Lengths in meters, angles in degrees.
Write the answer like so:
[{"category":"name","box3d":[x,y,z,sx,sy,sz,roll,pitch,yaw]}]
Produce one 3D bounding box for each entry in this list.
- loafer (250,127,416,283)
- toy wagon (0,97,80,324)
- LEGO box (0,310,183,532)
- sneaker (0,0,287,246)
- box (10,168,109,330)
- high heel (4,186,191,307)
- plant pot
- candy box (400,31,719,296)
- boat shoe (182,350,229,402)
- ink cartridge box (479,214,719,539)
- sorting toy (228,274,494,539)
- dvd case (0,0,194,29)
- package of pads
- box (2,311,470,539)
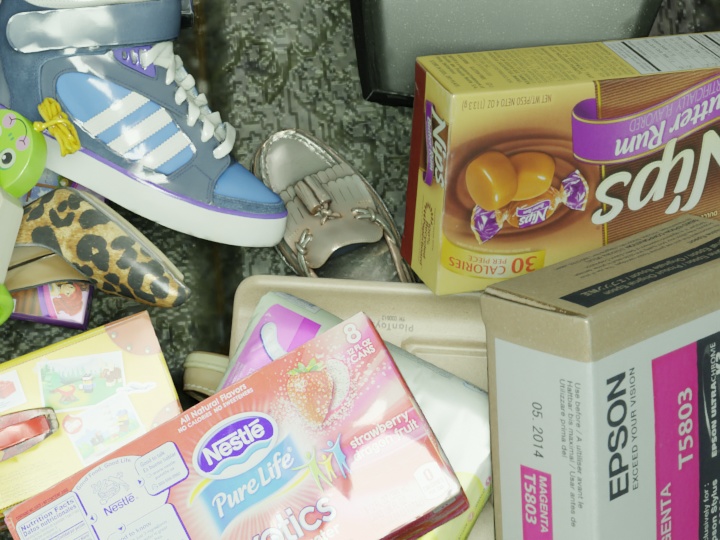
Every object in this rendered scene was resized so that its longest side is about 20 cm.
[{"category":"loafer","box3d":[0.000,0.000,1.186,0.072,0.063,0.201,-29,85,-7]},{"category":"toy wagon","box3d":[-0.241,-0.028,1.082,0.199,0.040,0.156,-37,64,9]},{"category":"LEGO box","box3d":[-0.196,0.100,1.115,0.199,0.149,0.078,-21,84,-7]},{"category":"sneaker","box3d":[-0.110,-0.113,1.134,0.199,0.081,0.147,23,102,-8]},{"category":"box","box3d":[-0.214,-0.074,1.194,0.136,0.039,0.202,9,81,-3]},{"category":"high heel","box3d":[-0.195,0.017,1.105,0.199,0.071,0.143,27,75,31]},{"category":"plant pot","box3d":[0.081,-0.178,1.160,0.198,0.200,0.179,7,91,-3]},{"category":"candy box","box3d":[0.124,-0.059,1.077,0.198,0.057,0.118,-6,119,-20]},{"category":"boat shoe","box3d":[-0.022,0.113,1.167,0.199,0.072,0.065,30,80,-5]},{"category":"ink cartridge box","box3d":[0.146,0.089,1.040,0.164,0.075,0.202,-20,115,-40]},{"category":"sorting toy","box3d":[0.014,0.108,1.105,0.183,0.036,0.202,3,80,5]},{"category":"dvd case","box3d":[-0.184,-0.233,1.203,0.149,0.025,0.202,-5,69,-9]},{"category":"package of pads","box3d":[-0.022,0.130,1.049,0.154,0.068,0.201,25,83,9]},{"category":"box","box3d":[-0.057,0.116,0.973,0.199,0.095,0.103,-30,77,-1]}]
